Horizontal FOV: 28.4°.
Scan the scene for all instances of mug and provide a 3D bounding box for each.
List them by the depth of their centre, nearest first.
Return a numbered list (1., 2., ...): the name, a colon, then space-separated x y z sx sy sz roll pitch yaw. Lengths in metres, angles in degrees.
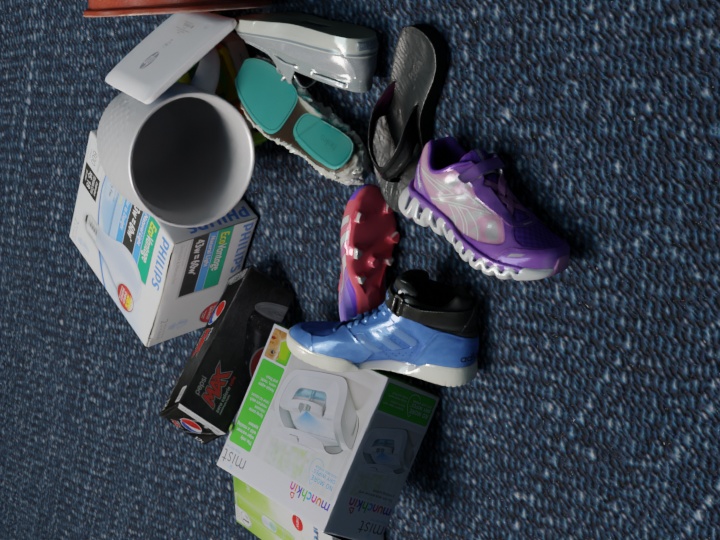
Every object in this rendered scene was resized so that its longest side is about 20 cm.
1. mug: -0.209 -0.163 1.586 0.175 0.147 0.201 28 100 58

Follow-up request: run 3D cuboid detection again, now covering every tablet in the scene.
1. tablet: -0.211 -0.239 1.555 0.014 0.130 0.200 50 172 -25

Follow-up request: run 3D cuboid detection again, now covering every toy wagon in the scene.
1. toy wagon: -0.178 -0.203 1.661 0.200 0.039 0.156 -22 89 55

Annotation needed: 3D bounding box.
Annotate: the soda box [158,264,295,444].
1. soda box: -0.152 0.096 1.646 0.071 0.201 0.063 34 149 -16

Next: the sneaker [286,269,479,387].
1. sneaker: 0.023 0.046 1.437 0.199 0.077 0.112 9 115 15

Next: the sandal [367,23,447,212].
1. sandal: 0.035 -0.146 1.394 0.075 0.048 0.201 38 135 36

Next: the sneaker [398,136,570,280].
1. sneaker: 0.115 -0.062 1.311 0.200 0.080 0.089 36 126 40

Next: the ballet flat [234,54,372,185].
1. ballet flat: -0.059 -0.151 1.508 0.200 0.071 0.072 45 139 31

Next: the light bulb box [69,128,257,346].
1. light bulb box: -0.247 -0.052 1.761 0.200 0.124 0.199 51 141 26

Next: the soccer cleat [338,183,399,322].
1. soccer cleat: 0.000 0.000 1.509 0.076 0.066 0.201 29 132 49

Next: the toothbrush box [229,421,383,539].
1. toothbrush box: -0.065 0.269 1.717 0.199 0.086 0.147 25 126 43

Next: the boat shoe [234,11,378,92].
1. boat shoe: -0.061 -0.222 1.464 0.200 0.070 0.072 21 118 43

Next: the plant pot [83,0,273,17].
1. plant pot: -0.197 -0.369 1.483 0.200 0.200 0.197 11 108 51

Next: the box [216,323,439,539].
1. box: -0.037 0.177 1.556 0.200 0.096 0.177 23 89 46
